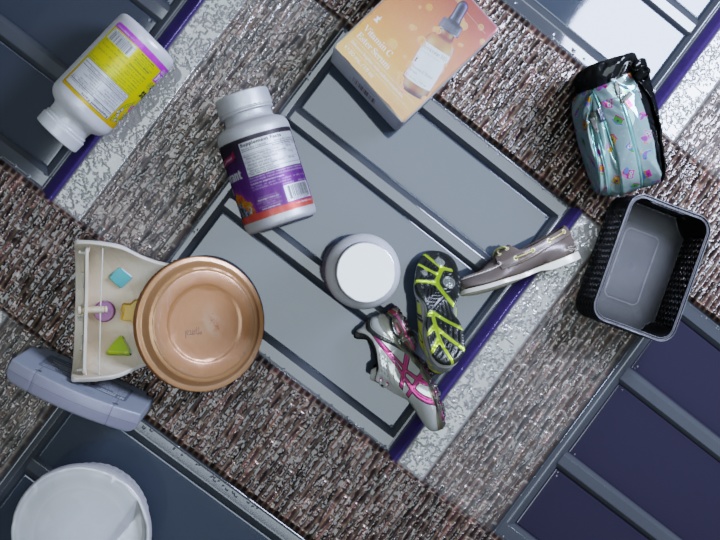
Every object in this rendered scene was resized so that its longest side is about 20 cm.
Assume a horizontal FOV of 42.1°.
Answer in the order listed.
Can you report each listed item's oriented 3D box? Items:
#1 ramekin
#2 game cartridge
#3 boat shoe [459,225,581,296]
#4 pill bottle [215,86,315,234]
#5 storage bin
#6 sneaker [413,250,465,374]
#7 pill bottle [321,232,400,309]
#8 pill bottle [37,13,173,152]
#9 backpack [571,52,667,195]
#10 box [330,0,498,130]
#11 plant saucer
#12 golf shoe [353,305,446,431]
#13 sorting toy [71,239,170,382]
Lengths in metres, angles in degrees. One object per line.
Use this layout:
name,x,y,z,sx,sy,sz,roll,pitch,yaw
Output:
ramekin,-0.405,0.380,1.391,0.201,0.094,0.204,0,91,-4
game cartridge,-0.407,0.173,1.365,0.199,0.133,0.041,24,92,-4
boat shoe,0.239,-0.013,1.440,0.199,0.072,0.060,-19,87,-7
pill bottle,-0.146,-0.163,1.385,0.111,0.111,0.201,-18,93,-3
storage bin,0.433,-0.005,1.442,0.134,0.094,0.201,20,91,-5
sneaker,0.110,0.062,1.412,0.075,0.077,0.201,8,58,-10
pill bottle,0.000,0.000,1.356,0.108,0.200,0.110,0,91,-4
pill bottle,-0.376,-0.270,1.369,0.104,0.104,0.200,44,89,-4
backpack,0.389,-0.216,1.413,0.126,0.167,0.201,-15,96,16
box,0.078,-0.337,1.399,0.200,0.106,0.152,-45,94,-1
plant saucer,-0.235,0.079,1.386,0.199,0.032,0.202,2,86,-28
golf shoe,0.063,0.160,1.434,0.092,0.073,0.201,-27,84,1
sorting toy,-0.333,0.062,1.391,0.179,0.107,0.201,2,86,-14
